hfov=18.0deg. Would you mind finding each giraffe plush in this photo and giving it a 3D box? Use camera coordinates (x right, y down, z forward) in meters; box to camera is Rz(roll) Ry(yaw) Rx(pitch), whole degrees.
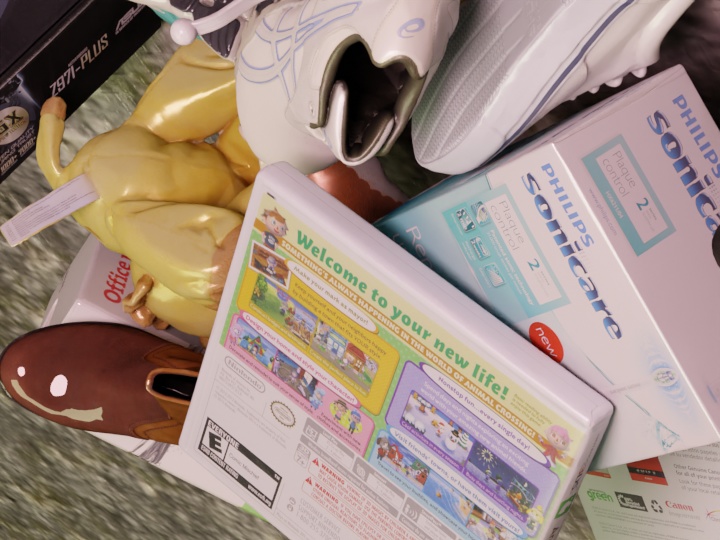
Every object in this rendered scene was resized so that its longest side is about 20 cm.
[{"bbox_3d":[-0.089,-0.021,1.320,0.162,0.200,0.173,66,-173,-57],"label":"giraffe plush"}]

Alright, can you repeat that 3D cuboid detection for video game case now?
[{"bbox_3d":[0.009,0.073,1.063,0.200,0.022,0.182,37,132,22],"label":"video game case"}]

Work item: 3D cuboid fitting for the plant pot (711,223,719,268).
[{"bbox_3d":[0.247,-0.005,0.822,0.200,0.200,0.177,49,169,-15],"label":"plant pot"}]

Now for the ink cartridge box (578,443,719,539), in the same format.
[{"bbox_3d":[0.179,0.053,1.123,0.200,0.084,0.176,5,122,55],"label":"ink cartridge box"}]

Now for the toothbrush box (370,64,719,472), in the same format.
[{"bbox_3d":[0.099,0.011,1.034,0.146,0.085,0.200,60,150,-4],"label":"toothbrush box"}]

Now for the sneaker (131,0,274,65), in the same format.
[{"bbox_3d":[-0.060,-0.145,1.224,0.200,0.078,0.080,34,177,25],"label":"sneaker"}]

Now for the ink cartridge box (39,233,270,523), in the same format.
[{"bbox_3d":[-0.101,0.061,1.447,0.200,0.084,0.146,28,-156,-11],"label":"ink cartridge box"}]

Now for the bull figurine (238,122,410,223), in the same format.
[{"bbox_3d":[0.000,0.000,1.192,0.200,0.121,0.065,36,-164,-24],"label":"bull figurine"}]

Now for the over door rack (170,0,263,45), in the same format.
[{"bbox_3d":[-0.103,-0.186,1.079,0.200,0.067,0.148,28,152,31],"label":"over door rack"}]

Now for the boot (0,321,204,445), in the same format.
[{"bbox_3d":[-0.112,0.072,1.256,0.188,0.069,0.200,19,177,-4],"label":"boot"}]

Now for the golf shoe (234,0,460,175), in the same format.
[{"bbox_3d":[-0.013,-0.081,1.016,0.078,0.097,0.200,15,149,-12],"label":"golf shoe"}]

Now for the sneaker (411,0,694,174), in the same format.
[{"bbox_3d":[0.091,-0.097,0.982,0.071,0.073,0.200,12,149,-25],"label":"sneaker"}]

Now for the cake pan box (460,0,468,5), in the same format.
[{"bbox_3d":[0.008,-0.179,1.058,0.184,0.052,0.200,35,156,22],"label":"cake pan box"}]

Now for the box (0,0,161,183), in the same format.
[{"bbox_3d":[-0.245,-0.167,1.337,0.200,0.164,0.086,35,156,18],"label":"box"}]
